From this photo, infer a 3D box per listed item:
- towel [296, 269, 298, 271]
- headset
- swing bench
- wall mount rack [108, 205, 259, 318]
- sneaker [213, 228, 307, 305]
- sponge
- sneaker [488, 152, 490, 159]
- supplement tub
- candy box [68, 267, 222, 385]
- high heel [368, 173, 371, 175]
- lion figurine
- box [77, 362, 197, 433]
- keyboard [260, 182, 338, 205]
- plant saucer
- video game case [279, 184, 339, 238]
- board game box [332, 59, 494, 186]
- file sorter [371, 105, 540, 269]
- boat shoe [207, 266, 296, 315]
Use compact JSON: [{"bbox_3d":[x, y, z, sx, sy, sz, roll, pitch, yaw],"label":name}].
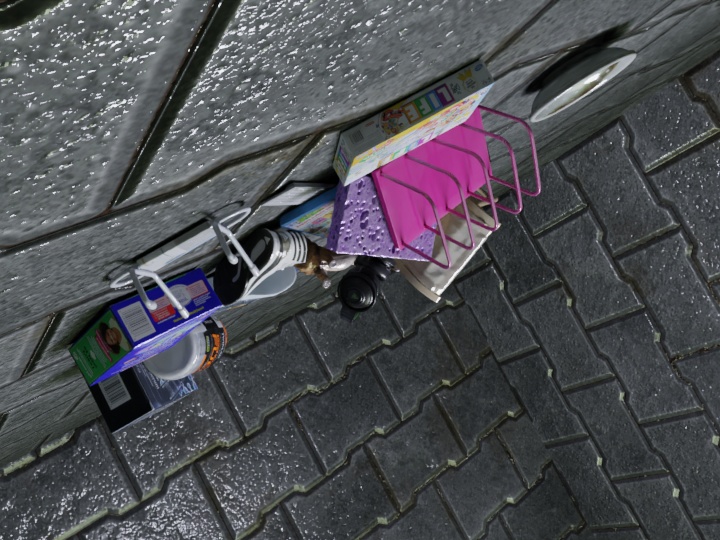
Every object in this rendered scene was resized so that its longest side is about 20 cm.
[{"bbox_3d":[-0.180,0.003,1.411,0.198,0.049,0.112,-30,176,8],"label":"towel"},{"bbox_3d":[0.000,0.000,1.174,0.124,0.093,0.201,-59,174,-36],"label":"headset"},{"bbox_3d":[0.167,-0.079,1.434,0.200,0.129,0.200,-52,-176,22],"label":"swing bench"},{"bbox_3d":[-0.209,-0.001,0.929,0.198,0.075,0.174,-29,176,-1],"label":"wall mount rack"},{"bbox_3d":[-0.152,-0.001,1.179,0.114,0.077,0.200,-4,156,-43],"label":"sneaker"},{"bbox_3d":[0.041,-0.076,1.065,0.198,0.113,0.030,4,-167,-43],"label":"sponge"},{"bbox_3d":[0.165,-0.210,1.229,0.086,0.077,0.200,-15,177,17],"label":"sneaker"},{"bbox_3d":[-0.342,0.142,1.436,0.121,0.124,0.200,-30,177,9],"label":"supplement tub"},{"bbox_3d":[-0.337,0.090,1.135,0.168,0.078,0.199,-28,175,-45],"label":"candy box"},{"bbox_3d":[0.076,-0.153,1.129,0.095,0.068,0.200,-15,165,-32],"label":"high heel"},{"bbox_3d":[-0.038,-0.024,1.298,0.197,0.073,0.122,3,-157,-29],"label":"lion figurine"},{"bbox_3d":[-0.437,0.214,1.449,0.106,0.150,0.200,-29,177,11],"label":"box"},{"bbox_3d":[-0.078,-0.107,1.035,0.056,0.011,0.200,-31,176,18],"label":"keyboard"},{"bbox_3d":[0.366,-0.327,1.234,0.198,0.051,0.200,-30,176,-3],"label":"plant saucer"},{"bbox_3d":[-0.007,-0.082,1.133,0.142,0.018,0.198,-22,158,38],"label":"video game case"},{"bbox_3d":[0.062,-0.183,0.920,0.198,0.035,0.134,-30,177,-9],"label":"board game box"},{"bbox_3d":[0.141,-0.119,1.014,0.199,0.140,0.125,-37,-138,-19],"label":"file sorter"},{"bbox_3d":[-0.216,0.028,1.298,0.198,0.072,0.091,-16,175,-20],"label":"boat shoe"}]
